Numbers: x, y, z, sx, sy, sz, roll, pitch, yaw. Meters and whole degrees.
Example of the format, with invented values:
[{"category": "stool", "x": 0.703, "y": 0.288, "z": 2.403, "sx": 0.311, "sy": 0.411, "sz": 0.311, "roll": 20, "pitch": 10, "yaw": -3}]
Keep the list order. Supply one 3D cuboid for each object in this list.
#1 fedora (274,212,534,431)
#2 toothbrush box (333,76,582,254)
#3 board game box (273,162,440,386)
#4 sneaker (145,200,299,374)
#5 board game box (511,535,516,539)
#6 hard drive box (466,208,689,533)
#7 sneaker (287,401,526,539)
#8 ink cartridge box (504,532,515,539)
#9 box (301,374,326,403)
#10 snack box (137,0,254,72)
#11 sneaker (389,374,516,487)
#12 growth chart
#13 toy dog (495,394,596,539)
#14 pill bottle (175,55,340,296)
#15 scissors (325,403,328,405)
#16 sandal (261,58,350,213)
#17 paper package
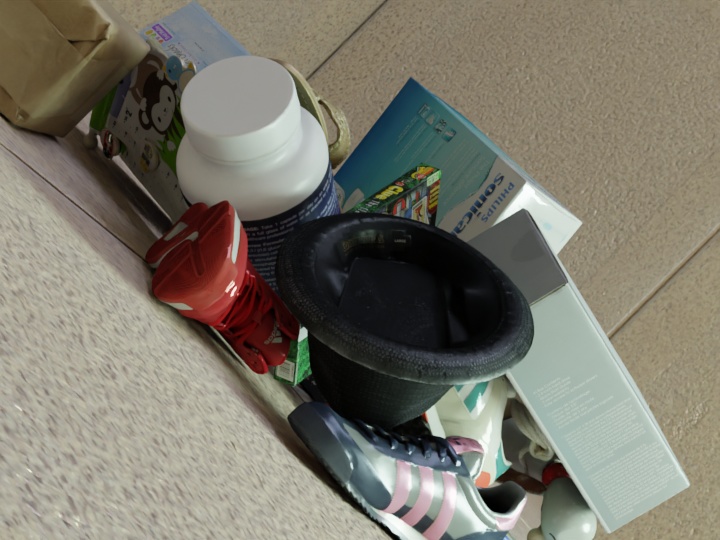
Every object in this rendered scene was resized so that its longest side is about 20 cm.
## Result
[{"category": "fedora", "x": 0.021, "y": 0.044, "z": 1.340, "sx": 0.199, "sy": 0.092, "sz": 0.201, "roll": 14, "pitch": 29, "yaw": -8}, {"category": "toothbrush box", "x": 0.070, "y": -0.048, "z": 1.690, "sx": 0.085, "sy": 0.147, "sz": 0.200, "roll": 31, "pitch": 10, "yaw": -41}, {"category": "board game box", "x": 0.000, "y": 0.000, "z": 1.476, "sx": 0.023, "sy": 0.105, "sz": 0.200, "roll": 21, "pitch": 31, "yaw": 24}, {"category": "sneaker", "x": -0.076, "y": 0.017, "z": 1.320, "sx": 0.116, "sy": 0.078, "sz": 0.200, "roll": 44, "pitch": 3, "yaw": -14}, {"category": "board game box", "x": 0.174, "y": 0.297, "z": 1.661, "sx": 0.135, "sy": 0.029, "sz": 0.200, "roll": 46, "pitch": 1, "yaw": -27}, {"category": "hard drive box", "x": 0.157, "y": 0.073, "z": 1.515, "sx": 0.200, "sy": 0.077, "sz": 0.156, "roll": 57, "pitch": 6, "yaw": -22}, {"category": "sneaker", "x": 0.033, "y": 0.126, "z": 1.292, "sx": 0.200, "sy": 0.082, "sz": 0.070, "roll": 43, "pitch": 2, "yaw": -41}, {"category": "ink cartridge box", "x": 0.108, "y": 0.223, "z": 1.494, "sx": 0.119, "sy": 0.042, "sz": 0.200, "roll": 50, "pitch": 2, "yaw": -20}, {"category": "box", "x": -0.008, "y": 0.101, "z": 1.651, "sx": 0.137, "sy": 0.038, "sz": 0.200, "roll": 45, "pitch": 2, "yaw": -37}, {"category": "snack box", "x": -0.103, "y": -0.110, "z": 1.704, "sx": 0.169, "sy": 0.067, "sz": 0.201, "roll": 47, "pitch": -17, "yaw": 53}, {"category": "sneaker", "x": 0.064, "y": 0.072, "z": 1.474, "sx": 0.070, "sy": 0.093, "sz": 0.201, "roll": -2, "pitch": -79, "yaw": 52}, {"category": "growth chart", "x": -0.158, "y": -0.110, "z": 1.568, "sx": 0.018, "sy": 0.145, "sz": 0.200, "roll": -11, "pitch": 41, "yaw": -35}, {"category": "toy dog", "x": 0.120, "y": 0.164, "z": 1.604, "sx": 0.132, "sy": 0.096, "sz": 0.200, "roll": 57, "pitch": 6, "yaw": -7}, {"category": "pill bottle", "x": -0.072, "y": -0.055, "z": 1.444, "sx": 0.111, "sy": 0.111, "sz": 0.201, "roll": 47, "pitch": -21, "yaw": 37}, {"category": "scissors", "x": 0.037, "y": 0.173, "z": 1.457, "sx": 0.200, "sy": 0.014, "sz": 0.073, "roll": 47, "pitch": -2, "yaw": 4}, {"category": "sandal", "x": -0.041, "y": -0.099, "z": 1.530, "sx": 0.077, "sy": 0.070, "sz": 0.212, "roll": 9, "pitch": -42, "yaw": 24}, {"category": "paper package", "x": -0.260, "y": -0.199, "z": 1.455, "sx": 0.191, "sy": 0.103, "sz": 0.200, "roll": 46, "pitch": 2, "yaw": 1}]
